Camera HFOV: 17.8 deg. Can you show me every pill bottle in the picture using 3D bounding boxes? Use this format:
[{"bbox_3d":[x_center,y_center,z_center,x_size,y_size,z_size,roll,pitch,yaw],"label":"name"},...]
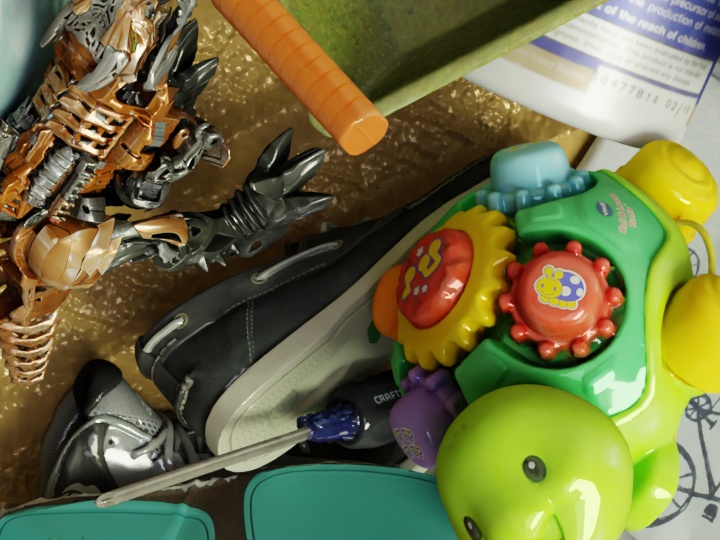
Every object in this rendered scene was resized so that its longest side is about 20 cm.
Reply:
[{"bbox_3d":[0.108,-0.158,0.892,0.120,0.120,0.200,19,102,-21],"label":"pill bottle"}]

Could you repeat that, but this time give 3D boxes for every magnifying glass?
[{"bbox_3d":[-0.058,-0.117,0.831,0.022,0.200,0.080,-41,158,4],"label":"magnifying glass"}]

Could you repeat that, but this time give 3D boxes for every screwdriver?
[{"bbox_3d":[-0.031,0.060,0.860,0.200,0.028,0.029,-6,90,-52],"label":"screwdriver"}]

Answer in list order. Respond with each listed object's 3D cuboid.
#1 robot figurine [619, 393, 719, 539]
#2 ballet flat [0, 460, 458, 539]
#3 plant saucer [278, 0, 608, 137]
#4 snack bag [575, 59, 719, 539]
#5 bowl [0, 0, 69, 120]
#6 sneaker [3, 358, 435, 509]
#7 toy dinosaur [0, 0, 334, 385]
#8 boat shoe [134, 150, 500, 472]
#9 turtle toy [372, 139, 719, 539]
[{"bbox_3d":[0.165,0.063,0.987,0.170,0.113,0.200,36,97,5],"label":"robot figurine"},{"bbox_3d":[-0.050,0.116,0.906,0.200,0.072,0.072,-2,109,0],"label":"ballet flat"},{"bbox_3d":[0.045,-0.174,0.832,0.200,0.048,0.200,-25,76,27],"label":"plant saucer"},{"bbox_3d":[0.141,0.025,0.931,0.189,0.200,0.021,-55,141,6],"label":"snack bag"},{"bbox_3d":[-0.193,-0.102,0.831,0.201,0.105,0.201,-5,108,-15],"label":"bowl"},{"bbox_3d":[-0.059,0.071,0.947,0.200,0.075,0.116,-34,112,-2],"label":"sneaker"},{"bbox_3d":[-0.101,-0.036,0.864,0.136,0.200,0.102,-21,80,-43],"label":"toy dinosaur"},{"bbox_3d":[0.000,0.000,0.932,0.200,0.068,0.072,-34,144,-26],"label":"boat shoe"},{"bbox_3d":[0.065,0.034,0.832,0.101,0.200,0.146,25,123,-28],"label":"turtle toy"}]
